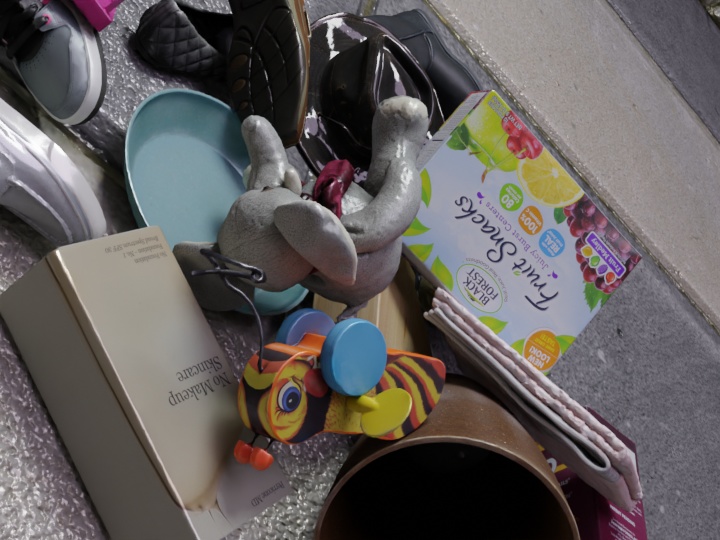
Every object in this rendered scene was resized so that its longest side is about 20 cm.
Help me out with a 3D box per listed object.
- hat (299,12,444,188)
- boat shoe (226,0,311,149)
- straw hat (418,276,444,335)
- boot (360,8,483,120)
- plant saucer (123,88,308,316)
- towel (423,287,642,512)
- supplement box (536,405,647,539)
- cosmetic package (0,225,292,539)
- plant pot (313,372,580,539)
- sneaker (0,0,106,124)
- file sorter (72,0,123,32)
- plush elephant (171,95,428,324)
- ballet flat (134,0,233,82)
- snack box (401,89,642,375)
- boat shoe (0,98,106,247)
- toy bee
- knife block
[{"bbox_3d":[0.018,-0.172,1.043,0.198,0.081,0.204,8,71,-24],"label":"hat"},{"bbox_3d":[-0.071,-0.202,0.933,0.074,0.075,0.204,22,59,-63],"label":"boat shoe"},{"bbox_3d":[0.103,0.019,0.991,0.202,0.200,0.085,52,54,-10],"label":"straw hat"},{"bbox_3d":[0.052,-0.213,1.188,0.166,0.066,0.200,52,29,4],"label":"boot"},{"bbox_3d":[-0.116,-0.049,0.856,0.199,0.036,0.202,34,41,-35],"label":"plant saucer"},{"bbox_3d":[0.143,0.112,0.878,0.200,0.032,0.191,42,-4,26],"label":"towel"},{"bbox_3d":[0.193,0.241,0.973,0.085,0.110,0.202,37,38,-30],"label":"supplement box"},{"bbox_3d":[-0.138,0.082,0.688,0.103,0.073,0.202,-22,82,-58],"label":"cosmetic package"},{"bbox_3d":[0.067,0.164,0.823,0.188,0.186,0.200,50,17,-12],"label":"plant pot"},{"bbox_3d":[-0.258,-0.192,0.731,0.120,0.083,0.202,-3,59,-60],"label":"sneaker"},{"bbox_3d":[-0.184,-0.291,0.794,0.140,0.125,0.201,53,7,-25],"label":"file sorter"},{"bbox_3d":[-0.045,-0.036,0.754,0.154,0.163,0.203,29,53,-56],"label":"plush elephant"},{"bbox_3d":[-0.118,-0.206,0.960,0.199,0.056,0.067,-13,76,-56],"label":"ballet flat"},{"bbox_3d":[0.120,-0.027,0.890,0.200,0.143,0.053,44,-6,-17],"label":"snack box"},{"bbox_3d":[-0.248,-0.077,0.676,0.201,0.071,0.069,51,54,-24],"label":"boat shoe"},{"bbox_3d":[-0.037,0.076,0.680,0.198,0.131,0.110,23,81,-18],"label":"toy bee"},{"bbox_3d":[0.000,0.000,0.903,0.200,0.063,0.178,8,65,-70],"label":"knife block"}]
